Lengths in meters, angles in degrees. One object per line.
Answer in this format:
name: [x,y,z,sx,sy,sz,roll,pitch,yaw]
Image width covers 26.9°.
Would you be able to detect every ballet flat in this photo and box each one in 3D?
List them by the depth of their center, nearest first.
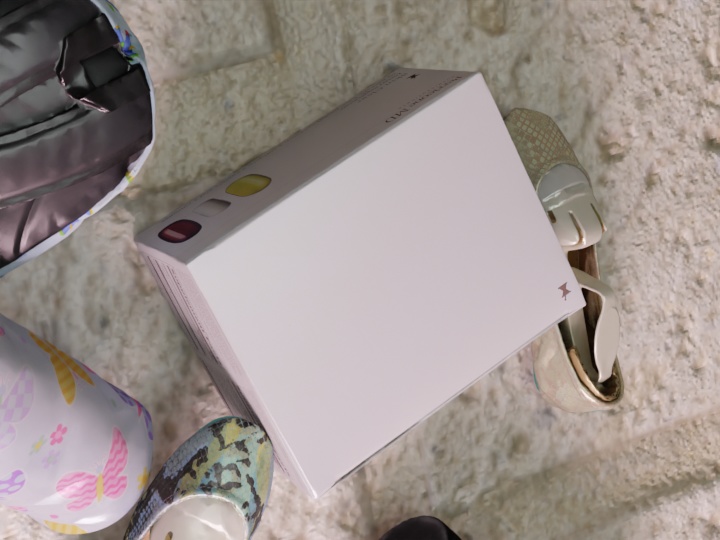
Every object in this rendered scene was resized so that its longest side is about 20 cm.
ballet flat: [-0.106,0.173,0.829,0.074,0.074,0.201,22,113,-25]
ballet flat: [0.134,-0.006,0.948,0.067,0.062,0.203,-23,108,-34]

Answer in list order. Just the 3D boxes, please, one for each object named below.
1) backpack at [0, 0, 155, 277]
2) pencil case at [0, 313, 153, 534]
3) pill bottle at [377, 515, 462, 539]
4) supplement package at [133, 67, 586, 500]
backpack: [-0.201,-0.073,0.758,0.198,0.154,0.165,-27,105,5]
pencil case: [-0.181,0.077,0.759,0.091,0.083,0.200,-45,152,1]
pill bottle: [0.084,0.247,0.941,0.112,0.112,0.200,-48,113,-10]
supplement package: [0.000,0.000,0.865,0.199,0.111,0.157,-34,110,-16]
